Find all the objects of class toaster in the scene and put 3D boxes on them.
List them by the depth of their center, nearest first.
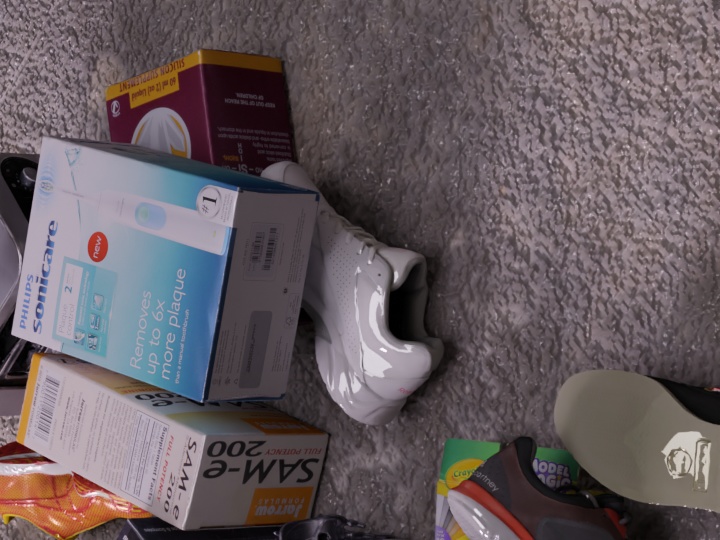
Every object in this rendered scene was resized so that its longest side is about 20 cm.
[{"bbox_3d":[-0.251,0.014,1.674,0.119,0.181,0.200,52,122,29],"label":"toaster"}]

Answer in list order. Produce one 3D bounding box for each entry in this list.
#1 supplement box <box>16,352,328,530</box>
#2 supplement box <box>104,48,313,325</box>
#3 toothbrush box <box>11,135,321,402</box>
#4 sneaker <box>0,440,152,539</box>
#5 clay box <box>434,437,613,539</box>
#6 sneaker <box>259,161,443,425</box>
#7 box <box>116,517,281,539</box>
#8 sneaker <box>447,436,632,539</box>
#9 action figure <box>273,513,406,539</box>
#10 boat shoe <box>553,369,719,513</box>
[{"bbox_3d":[-0.138,0.121,1.602,0.200,0.126,0.074,21,101,41],"label":"supplement box"},{"bbox_3d":[-0.110,-0.048,1.606,0.110,0.085,0.201,-16,78,42],"label":"supplement box"},{"bbox_3d":[-0.136,-0.004,1.514,0.200,0.085,0.147,17,100,41],"label":"toothbrush box"},{"bbox_3d":[-0.214,0.175,1.726,0.200,0.073,0.077,3,113,47],"label":"sneaker"},{"bbox_3d":[0.103,0.211,1.422,0.115,0.048,0.201,3,90,40],"label":"clay box"},{"bbox_3d":[0.000,0.000,1.519,0.099,0.078,0.200,-38,73,29],"label":"sneaker"},{"bbox_3d":[-0.147,0.259,1.595,0.036,0.143,0.200,49,120,34],"label":"box"},{"bbox_3d":[0.148,0.179,1.335,0.200,0.082,0.077,44,168,-5],"label":"sneaker"},{"bbox_3d":[-0.023,0.223,1.496,0.102,0.200,0.119,22,78,5],"label":"action figure"},{"bbox_3d":[0.205,0.106,1.317,0.201,0.063,0.074,14,97,41],"label":"boat shoe"}]
